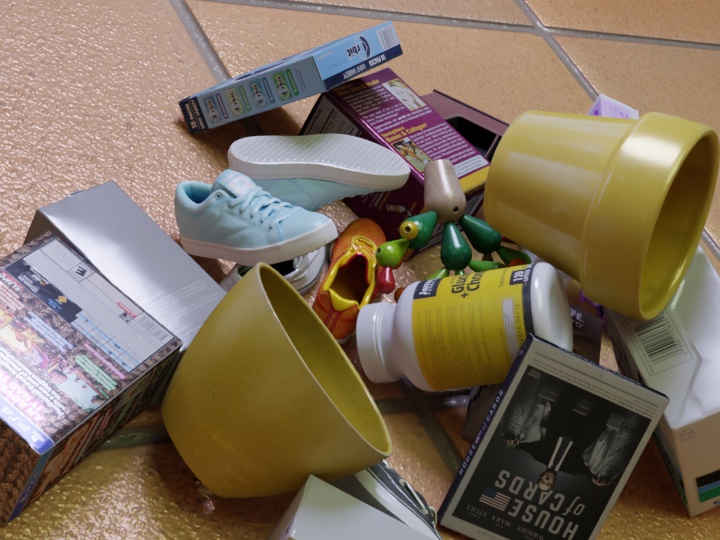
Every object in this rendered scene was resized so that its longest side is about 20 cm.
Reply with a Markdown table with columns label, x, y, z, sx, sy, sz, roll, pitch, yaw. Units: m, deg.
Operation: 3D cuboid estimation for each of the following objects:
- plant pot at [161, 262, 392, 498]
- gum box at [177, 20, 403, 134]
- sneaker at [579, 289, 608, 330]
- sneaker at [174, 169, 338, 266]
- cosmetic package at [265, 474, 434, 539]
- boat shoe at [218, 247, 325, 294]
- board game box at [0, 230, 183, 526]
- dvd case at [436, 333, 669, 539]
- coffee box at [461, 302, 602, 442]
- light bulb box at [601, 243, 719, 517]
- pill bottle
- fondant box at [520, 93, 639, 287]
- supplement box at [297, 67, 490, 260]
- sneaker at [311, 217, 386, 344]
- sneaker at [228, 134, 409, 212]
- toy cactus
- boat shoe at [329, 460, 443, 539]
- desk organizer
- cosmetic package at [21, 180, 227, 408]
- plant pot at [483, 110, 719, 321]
| label | x | y | z | sx | sy | sz | roll | pitch | yaw |
| --- | --- | --- | --- | --- | --- | --- | --- | --- | --- |
| plant pot | -0.086 | 0.115 | 1.225 | 0.200 | 0.142 | 0.200 | 54 | 7 | -10 |
| gum box | -0.078 | -0.218 | 1.604 | 0.170 | 0.199 | 0.045 | -35 | 107 | -51 |
| sneaker | 0.333 | 0.046 | 1.708 | 0.200 | 0.089 | 0.080 | 35 | -10 | -29 |
| sneaker | -0.113 | -0.056 | 1.389 | 0.199 | 0.082 | 0.074 | 2 | 29 | 36 |
| cosmetic package | 0.013 | 0.269 | 1.173 | 0.200 | 0.113 | 0.081 | 31 | 36 | -6 |
| boat shoe | -0.081 | -0.007 | 1.458 | 0.073 | 0.067 | 0.200 | 35 | 36 | 2 |
| board game box | -0.276 | 0.084 | 1.181 | 0.159 | 0.097 | 0.200 | 39 | 36 | 8 |
| dvd case | 0.180 | 0.177 | 1.339 | 0.150 | 0.201 | 0.025 | 24 | 9 | -11 |
| coffee box | 0.185 | 0.112 | 1.508 | 0.114 | 0.080 | 0.200 | 27 | 36 | -8 |
| light bulb box | 0.356 | 0.119 | 1.508 | 0.124 | 0.200 | 0.199 | -23 | 50 | 2 |
| pill bottle | 0.102 | 0.060 | 1.405 | 0.112 | 0.199 | 0.113 | -9 | 90 | -69 |
| fondant box | 0.262 | -0.090 | 1.698 | 0.058 | 0.200 | 0.145 | 24 | 36 | -12 |
| supplement box | 0.042 | -0.127 | 1.658 | 0.200 | 0.103 | 0.131 | 46 | 40 | 16 |
| sneaker | 0.000 | 0.000 | 1.504 | 0.073 | 0.077 | 0.200 | 26 | 35 | -6 |
| sneaker | -0.049 | -0.098 | 1.547 | 0.199 | 0.082 | 0.074 | 4 | 39 | -12 |
| toy cactus | 0.097 | -0.040 | 1.507 | 0.199 | 0.102 | 0.166 | -2 | 70 | -22 |
| boat shoe | 0.038 | 0.225 | 1.276 | 0.064 | 0.071 | 0.200 | -18 | 58 | -46 |
| desk organizer | 0.134 | -0.147 | 1.725 | 0.200 | 0.072 | 0.077 | 30 | 34 | 34 |
| cosmetic package | -0.213 | 0.018 | 1.317 | 0.200 | 0.090 | 0.107 | 42 | 37 | 17 |
| plant pot | 0.235 | -0.073 | 1.427 | 0.188 | 0.202 | 0.201 | 20 | 30 | 26 |
